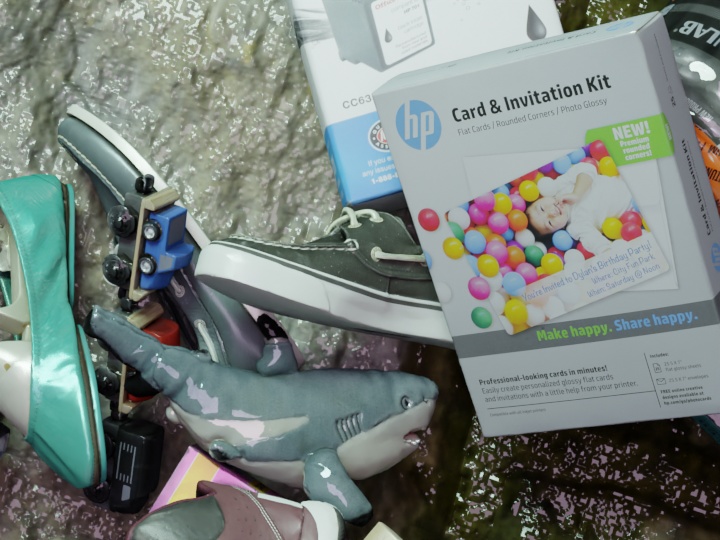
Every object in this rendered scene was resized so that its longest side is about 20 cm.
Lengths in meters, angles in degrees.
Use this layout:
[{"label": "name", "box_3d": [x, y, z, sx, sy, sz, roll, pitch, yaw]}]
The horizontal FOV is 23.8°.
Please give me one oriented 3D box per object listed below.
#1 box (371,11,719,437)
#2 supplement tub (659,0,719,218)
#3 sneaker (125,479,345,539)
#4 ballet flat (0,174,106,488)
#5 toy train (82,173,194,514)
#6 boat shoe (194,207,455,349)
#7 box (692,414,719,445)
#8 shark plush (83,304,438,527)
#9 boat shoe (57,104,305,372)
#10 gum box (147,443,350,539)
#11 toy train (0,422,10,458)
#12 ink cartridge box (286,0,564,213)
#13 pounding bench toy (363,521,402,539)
[{"label": "box", "box_3d": [0.107, -0.018, 0.882, 0.154, 0.041, 0.202, -9, 106, 33]}, {"label": "supplement tub", "box_3d": [0.219, -0.112, 0.930, 0.122, 0.123, 0.200, 41, 72, 5]}, {"label": "sneaker", "box_3d": [-0.086, 0.194, 0.853, 0.114, 0.076, 0.201, 19, 54, 0]}, {"label": "ballet flat", "box_3d": [-0.187, 0.034, 0.948, 0.070, 0.068, 0.202, -1, 57, -20]}, {"label": "toy train", "box_3d": [-0.123, 0.045, 0.949, 0.045, 0.034, 0.202, 16, 111, 20]}, {"label": "boat shoe", "box_3d": [0.000, 0.000, 0.944, 0.198, 0.070, 0.065, 14, 83, -33]}, {"label": "box", "box_3d": [0.243, 0.078, 0.967, 0.200, 0.049, 0.082, 44, 87, 5]}, {"label": "shark plush", "box_3d": [-0.058, 0.063, 0.942, 0.198, 0.091, 0.084, 25, 93, -6]}, {"label": "boat shoe", "box_3d": [-0.115, -0.006, 0.975, 0.062, 0.073, 0.200, -40, 90, -6]}, {"label": "gum box", "box_3d": [-0.097, 0.213, 0.955, 0.113, 0.066, 0.201, 31, 86, 4]}, {"label": "toy train", "box_3d": [-0.287, 0.047, 0.953, 0.199, 0.114, 0.086, 36, 87, 5]}, {"label": "ink cartridge box", "box_3d": [0.034, -0.147, 0.978, 0.145, 0.086, 0.202, -16, 86, 0]}, {"label": "pounding bench toy", "box_3d": [0.062, 0.212, 0.901, 0.124, 0.156, 0.200, -40, 89, -3]}]
